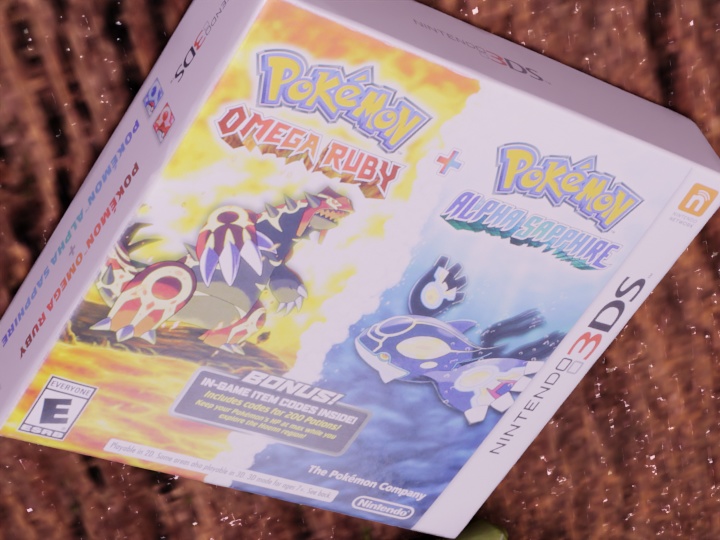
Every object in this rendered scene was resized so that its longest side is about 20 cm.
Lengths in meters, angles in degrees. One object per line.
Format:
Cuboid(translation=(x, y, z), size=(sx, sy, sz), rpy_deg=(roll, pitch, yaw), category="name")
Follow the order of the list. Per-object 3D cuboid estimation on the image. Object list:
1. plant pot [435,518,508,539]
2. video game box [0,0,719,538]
Cuboid(translation=(0.006, 0.197, 0.705), size=(0.190, 0.200, 0.200), rpy_deg=(-33, 133, -6), category="plant pot")
Cuboid(translation=(0.000, 0.000, 0.623), size=(0.200, 0.047, 0.182), rpy_deg=(17, 118, -33), category="video game box")
